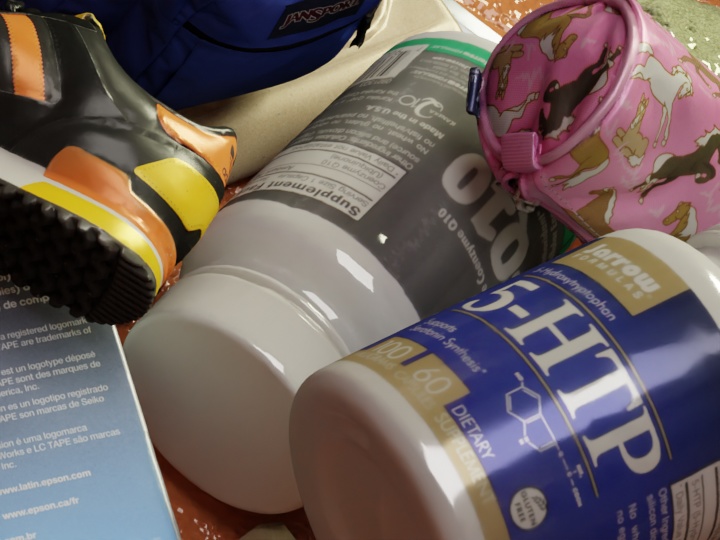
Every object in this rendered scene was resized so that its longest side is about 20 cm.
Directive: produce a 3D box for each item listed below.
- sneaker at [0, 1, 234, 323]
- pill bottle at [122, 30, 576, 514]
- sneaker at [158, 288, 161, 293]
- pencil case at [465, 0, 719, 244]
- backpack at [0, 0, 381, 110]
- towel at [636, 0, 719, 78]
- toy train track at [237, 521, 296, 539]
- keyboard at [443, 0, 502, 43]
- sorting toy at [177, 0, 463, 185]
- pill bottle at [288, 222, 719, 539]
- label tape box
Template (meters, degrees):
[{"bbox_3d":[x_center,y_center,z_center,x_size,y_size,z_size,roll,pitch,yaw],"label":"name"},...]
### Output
[{"bbox_3d":[-0.138,-0.067,1.073,0.200,0.070,0.090,35,57,5],"label":"sneaker"},{"bbox_3d":[0.000,0.000,1.185,0.113,0.113,0.200,41,51,3],"label":"pill bottle"},{"bbox_3d":[-0.146,-0.069,1.170,0.200,0.090,0.070,37,50,-2],"label":"sneaker"},{"bbox_3d":[0.126,-0.028,1.184,0.200,0.086,0.083,38,30,-41],"label":"pencil case"},{"bbox_3d":[-0.048,-0.171,1.172,0.162,0.200,0.168,-24,77,-33],"label":"backpack"},{"bbox_3d":[0.175,-0.083,1.319,0.148,0.037,0.200,27,15,-8],"label":"towel"},{"bbox_3d":[0.049,0.094,1.167,0.200,0.115,0.033,-6,105,-14],"label":"toy train track"},{"bbox_3d":[0.054,-0.083,1.335,0.200,0.011,0.056,37,56,0],"label":"keyboard"},{"bbox_3d":[-0.073,-0.135,1.286,0.185,0.036,0.200,-24,77,-32],"label":"sorting toy"},{"bbox_3d":[0.086,0.053,1.085,0.200,0.120,0.120,-25,73,-24],"label":"pill bottle"},{"bbox_3d":[-0.161,0.045,1.088,0.143,0.066,0.200,-12,63,-17],"label":"label tape box"}]
